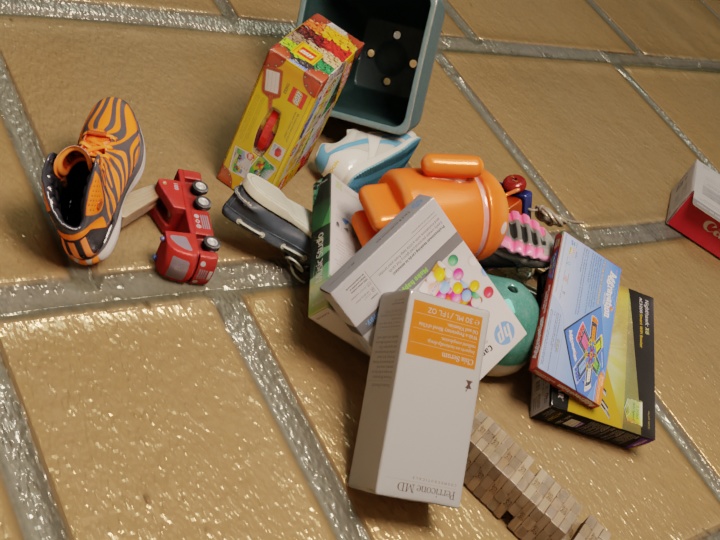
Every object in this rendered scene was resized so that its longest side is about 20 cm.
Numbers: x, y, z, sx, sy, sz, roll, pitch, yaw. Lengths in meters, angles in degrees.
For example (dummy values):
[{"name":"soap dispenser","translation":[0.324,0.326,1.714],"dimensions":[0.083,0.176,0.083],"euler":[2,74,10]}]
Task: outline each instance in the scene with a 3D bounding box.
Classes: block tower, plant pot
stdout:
[{"name":"block tower","translation":[0.174,0.242,1.055],"dimensions":[0.199,0.058,0.054],"euler":[42,38,14]},{"name":"plant pot","translation":[0.022,-0.318,1.427],"dimensions":[0.192,0.200,0.200],"euler":[16,11,13]}]

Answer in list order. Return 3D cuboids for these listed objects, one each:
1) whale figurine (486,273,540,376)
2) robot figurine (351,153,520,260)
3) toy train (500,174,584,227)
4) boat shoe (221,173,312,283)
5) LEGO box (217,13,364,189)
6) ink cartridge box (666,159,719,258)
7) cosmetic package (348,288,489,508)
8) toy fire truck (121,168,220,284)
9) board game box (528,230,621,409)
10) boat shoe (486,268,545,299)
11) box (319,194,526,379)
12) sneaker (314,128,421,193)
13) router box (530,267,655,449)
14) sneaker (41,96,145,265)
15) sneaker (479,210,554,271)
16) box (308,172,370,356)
[{"name":"whale figurine","translation":[0.139,0.037,1.215],"dimensions":[0.199,0.105,0.158],"euler":[40,39,15]},{"name":"robot figurine","translation":[0.091,-0.065,1.143],"dimensions":[0.196,0.147,0.116],"euler":[-5,9,-24]},{"name":"toy train","translation":[0.197,-0.070,1.349],"dimensions":[0.197,0.086,0.116],"euler":[20,43,30]},{"name":"boat shoe","translation":[-0.079,-0.038,1.170],"dimensions":[0.199,0.062,0.075],"euler":[34,19,-35]},{"name":"LEGO box","translation":[-0.089,-0.204,1.237],"dimensions":[0.076,0.201,0.149],"euler":[32,38,2]},{"name":"ink cartridge box","translation":[0.647,-0.078,1.715],"dimensions":[0.198,0.084,0.176],"euler":[33,37,2]},{"name":"cosmetic package","translation":[0.061,0.130,0.995],"dimensions":[0.100,0.071,0.204],"euler":[14,80,-23]},{"name":"toy fire truck","translation":[-0.243,-0.076,1.112],"dimensions":[0.139,0.049,0.202],"euler":[7,45,-29]},{"name":"board game box","translation":[0.268,0.058,1.200],"dimensions":[0.102,0.019,0.203],"euler":[29,57,-17]},{"name":"boat shoe","translation":[0.247,0.019,1.344],"dimensions":[0.198,0.063,0.074],"euler":[32,37,-1]},{"name":"box","translation":[0.072,0.045,1.069],"dimensions":[0.201,0.155,0.041],"euler":[53,-12,-21]},{"name":"sneaker","translation":[0.016,-0.168,1.377],"dimensions":[0.081,0.077,0.199],"euler":[41,36,15]},{"name":"router box","translation":[0.299,0.108,1.241],"dimensions":[0.155,0.052,0.203],"euler":[18,60,-17]},{"name":"sneaker","translation":[-0.280,-0.117,1.027],"dimensions":[0.076,0.113,0.204],"euler":[1,64,1]},{"name":"sneaker","translation":[0.160,-0.028,1.288],"dimensions":[0.196,0.097,0.080],"euler":[12,41,7]},{"name":"box","translation":[0.000,0.000,1.152],"dimensions":[0.144,0.036,0.203],"euler":[35,39,-35]}]
